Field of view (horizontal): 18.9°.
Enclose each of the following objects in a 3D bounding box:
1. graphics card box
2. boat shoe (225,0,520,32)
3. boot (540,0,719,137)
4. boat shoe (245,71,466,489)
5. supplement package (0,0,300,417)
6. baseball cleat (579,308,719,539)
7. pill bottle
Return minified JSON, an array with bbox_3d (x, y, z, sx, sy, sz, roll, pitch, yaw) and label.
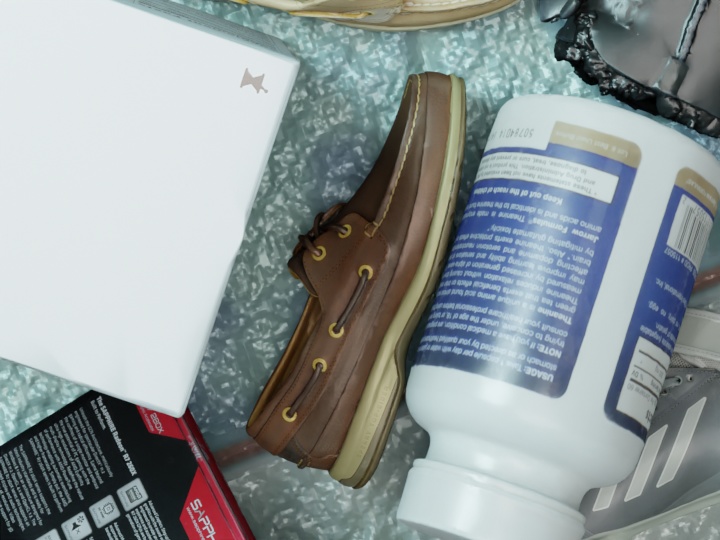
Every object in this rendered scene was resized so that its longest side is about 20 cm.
[{"bbox_3d":[-0.150,0.144,1.003,0.199,0.051,0.126,-32,59,0],"label":"graphics card box"},{"bbox_3d":[-0.012,-0.146,0.990,0.199,0.069,0.074,1,99,-4],"label":"boat shoe"},{"bbox_3d":[0.196,-0.135,0.998,0.197,0.073,0.163,24,94,-1],"label":"boot"},{"bbox_3d":[0.000,0.000,1.012,0.067,0.072,0.201,16,97,-6],"label":"boat shoe"},{"bbox_3d":[-0.123,-0.049,0.931,0.150,0.200,0.153,18,97,-7],"label":"supplement package"},{"bbox_3d":[0.139,0.078,1.047,0.199,0.070,0.107,-16,86,-6],"label":"baseball cleat"},{"bbox_3d":[0.086,0.031,0.981,0.110,0.111,0.201,20,81,-7],"label":"pill bottle"}]
